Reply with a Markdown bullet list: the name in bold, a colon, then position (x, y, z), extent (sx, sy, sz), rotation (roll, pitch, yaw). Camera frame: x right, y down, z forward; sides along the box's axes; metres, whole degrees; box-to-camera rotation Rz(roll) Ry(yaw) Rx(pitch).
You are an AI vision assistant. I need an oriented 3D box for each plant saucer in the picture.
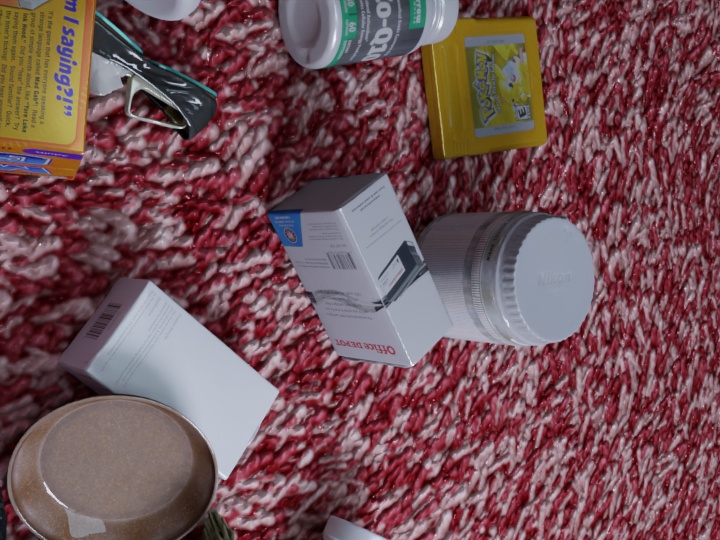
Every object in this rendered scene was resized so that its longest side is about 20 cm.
- **plant saucer**: position (-0.237, 0.194, 0.931), extent (0.196, 0.037, 0.204), rotation (-5, 121, -8)

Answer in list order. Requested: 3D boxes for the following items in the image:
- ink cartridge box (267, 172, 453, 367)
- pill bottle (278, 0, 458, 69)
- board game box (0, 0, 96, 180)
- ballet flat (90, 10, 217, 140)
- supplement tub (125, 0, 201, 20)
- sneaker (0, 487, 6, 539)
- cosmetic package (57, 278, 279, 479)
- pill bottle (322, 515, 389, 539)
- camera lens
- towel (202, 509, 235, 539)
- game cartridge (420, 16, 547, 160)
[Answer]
- **ink cartridge box**: position (0.000, 0.000, 1.091), extent (0.084, 0.143, 0.202), rotation (-37, 113, -31)
- **pill bottle**: position (0.013, -0.302, 1.112), extent (0.198, 0.112, 0.115), rotation (-18, 102, -35)
- **board game box**: position (-0.319, -0.192, 0.773), extent (0.196, 0.199, 0.204), rotation (5, 88, -19)
- **ballet flat**: position (-0.229, -0.195, 0.960), extent (0.199, 0.068, 0.069), rotation (32, 81, -33)
- **supplement tub**: position (-0.170, -0.367, 0.950), extent (0.145, 0.144, 0.201), rotation (47, 64, -28)
- **sneaker**: position (-0.357, 0.251, 0.822), extent (0.089, 0.202, 0.077), rotation (1, 128, -8)
- **cosmetic package**: position (-0.192, 0.111, 0.987), extent (0.200, 0.081, 0.114), rotation (47, 65, -30)
- **pill bottle**: position (-0.033, 0.394, 1.094), extent (0.115, 0.115, 0.203), rotation (34, 71, -33)
- **camera lens**: position (0.167, 0.009, 1.185), extent (0.158, 0.198, 0.163), rotation (-2, 93, -37)
- **towel**: position (-0.136, 0.362, 0.989), extent (0.036, 0.148, 0.204), rotation (-3, 98, -16)
- **game cartridge**: position (0.168, -0.247, 1.285), extent (0.198, 0.032, 0.180), rotation (-13, 99, -38)
